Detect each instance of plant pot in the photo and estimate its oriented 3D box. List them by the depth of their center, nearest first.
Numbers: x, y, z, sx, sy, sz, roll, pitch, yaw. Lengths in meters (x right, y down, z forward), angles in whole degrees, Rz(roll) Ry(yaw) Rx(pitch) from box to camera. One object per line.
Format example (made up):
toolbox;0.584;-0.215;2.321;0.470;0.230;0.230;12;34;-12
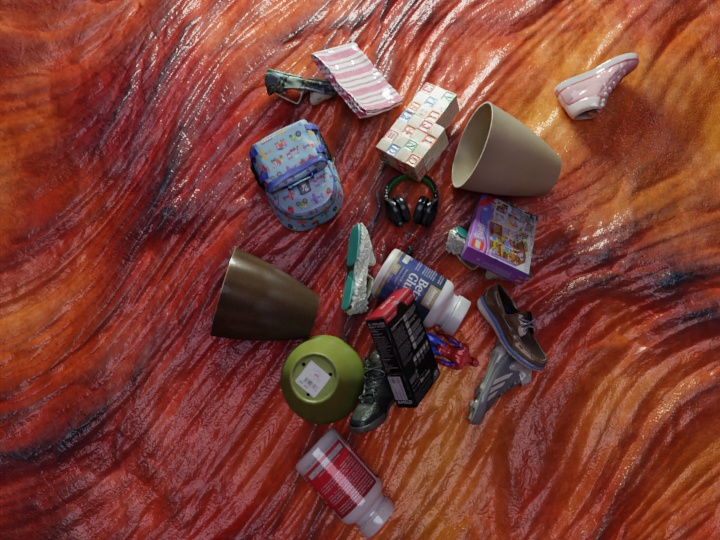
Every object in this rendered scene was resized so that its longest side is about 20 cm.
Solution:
plant pot;-0.082;0.218;1.136;0.184;0.200;0.191;0;80;1
plant pot;-0.192;0.071;1.192;0.197;0.187;0.190;17;80;-10
plant pot;0.328;-0.240;1.237;0.197;0.187;0.190;17;80;-10

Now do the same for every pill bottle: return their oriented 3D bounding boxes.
pill bottle;-0.028;0.428;1.141;0.112;0.112;0.200;-44;81;-7
pill bottle;0.130;0.050;1.208;0.198;0.111;0.112;31;81;6

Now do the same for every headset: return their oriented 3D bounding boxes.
headset;0.113;-0.124;1.274;0.121;0.094;0.203;1;64;5

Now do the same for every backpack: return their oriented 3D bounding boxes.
backpack;-0.134;-0.199;1.250;0.180;0.135;0.203;-23;83;-2

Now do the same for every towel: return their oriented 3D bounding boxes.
towel;-0.005;-0.445;1.309;0.146;0.030;0.201;-31;79;-38

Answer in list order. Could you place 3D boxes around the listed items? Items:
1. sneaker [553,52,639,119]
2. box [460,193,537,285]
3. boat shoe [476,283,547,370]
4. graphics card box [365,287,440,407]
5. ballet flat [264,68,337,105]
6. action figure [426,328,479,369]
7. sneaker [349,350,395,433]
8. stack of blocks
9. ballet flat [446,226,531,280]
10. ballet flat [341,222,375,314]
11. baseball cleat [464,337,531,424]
sneaker;0.557;-0.412;1.303;0.198;0.075;0.106;-23;75;5
box;0.299;-0.073;1.208;0.135;0.039;0.201;25;46;2
boat shoe;0.322;0.114;1.179;0.072;0.073;0.201;-10;53;-43
graphics card box;0.088;0.154;1.129;0.050;0.125;0.203;-11;108;36
ballet flat;-0.128;-0.423;1.331;0.196;0.074;0.076;9;80;2
action figure;0.164;0.163;1.219;0.197;0.052;0.066;23;86;0
sneaker;0.025;0.233;1.132;0.075;0.199;0.116;-8;109;35
stack of blocks;0.142;-0.315;1.282;0.114;0.059;0.201;32;80;27
ballet flat;0.275;-0.023;1.243;0.198;0.072;0.072;33;82;8
ballet flat;0.000;0.000;1.252;0.070;0.072;0.204;8;82;3
baseball cleat;0.299;0.241;1.191;0.105;0.070;0.203;23;82;6
